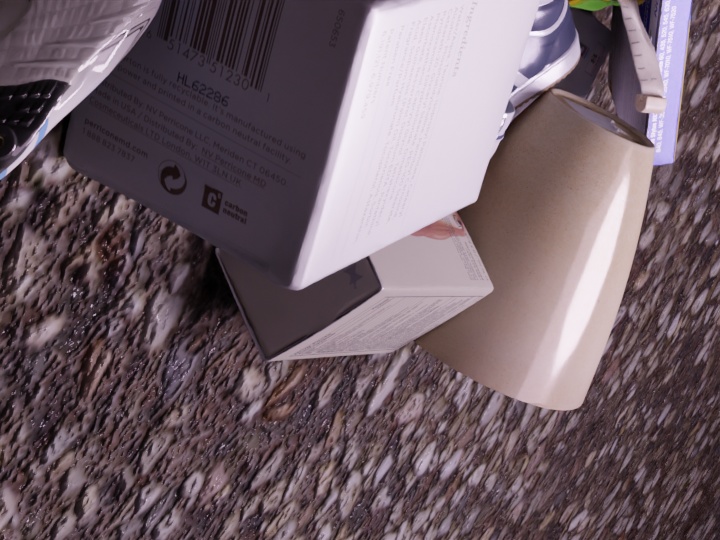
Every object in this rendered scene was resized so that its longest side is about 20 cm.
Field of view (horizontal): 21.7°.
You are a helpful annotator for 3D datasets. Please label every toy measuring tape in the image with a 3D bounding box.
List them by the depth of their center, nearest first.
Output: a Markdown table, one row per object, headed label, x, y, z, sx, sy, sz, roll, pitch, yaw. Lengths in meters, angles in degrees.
| label | x | y | z | sx | sy | sz | roll | pitch | yaw |
| --- | --- | --- | --- | --- | --- | --- | --- | --- | --- |
| toy measuring tape | 0.179 | -0.198 | 1.413 | 0.074 | 0.073 | 0.201 | 43 | 33 | -67 |

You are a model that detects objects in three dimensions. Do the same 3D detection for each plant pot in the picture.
| label | x | y | z | sx | sy | sz | roll | pitch | yaw |
| --- | --- | --- | --- | --- | --- | --- | --- | --- | --- |
| plant pot | 0.134 | -0.030 | 1.427 | 0.187 | 0.187 | 0.201 | -7 | 128 | -63 |

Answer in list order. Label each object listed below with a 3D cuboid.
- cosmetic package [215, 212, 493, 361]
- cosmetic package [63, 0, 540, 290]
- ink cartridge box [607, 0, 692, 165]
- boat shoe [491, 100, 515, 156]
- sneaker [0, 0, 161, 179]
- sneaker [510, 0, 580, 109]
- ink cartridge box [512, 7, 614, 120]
| label | x | y | z | sx | sy | sz | roll | pitch | yaw |
| --- | --- | --- | --- | --- | --- | --- | --- | --- | --- |
| cosmetic package | 0.000 | 0.000 | 1.287 | 0.103 | 0.088 | 0.200 | -31 | 168 | 20 |
| cosmetic package | -0.026 | -0.119 | 1.032 | 0.200 | 0.167 | 0.167 | -26 | 139 | -53 |
| ink cartridge box | 0.234 | -0.192 | 1.491 | 0.200 | 0.047 | 0.199 | -97 | -172 | -59 |
| boat shoe | 0.042 | -0.101 | 1.212 | 0.074 | 0.202 | 0.086 | 15 | 111 | -23 |
| sneaker | -0.165 | -0.095 | 0.901 | 0.200 | 0.072 | 0.072 | -46 | 180 | -17 |
| sneaker | 0.078 | -0.153 | 1.348 | 0.200 | 0.070 | 0.109 | -40 | 141 | -25 |
| ink cartridge box | 0.125 | -0.141 | 1.488 | 0.163 | 0.057 | 0.200 | -64 | 162 | 6 |
